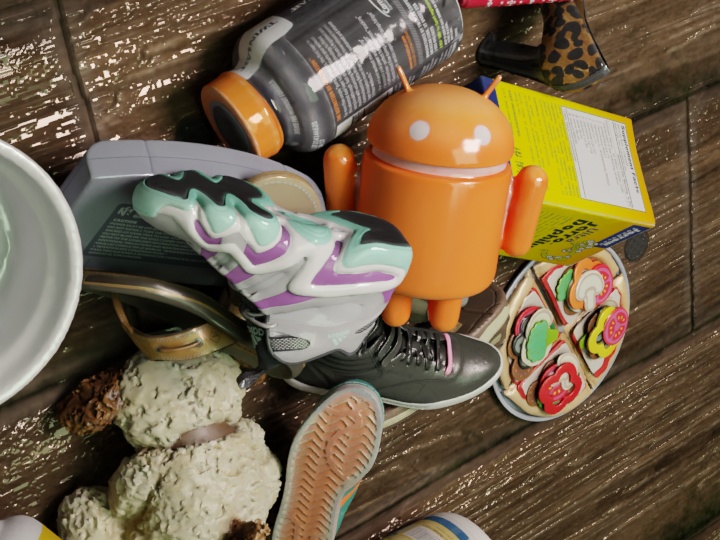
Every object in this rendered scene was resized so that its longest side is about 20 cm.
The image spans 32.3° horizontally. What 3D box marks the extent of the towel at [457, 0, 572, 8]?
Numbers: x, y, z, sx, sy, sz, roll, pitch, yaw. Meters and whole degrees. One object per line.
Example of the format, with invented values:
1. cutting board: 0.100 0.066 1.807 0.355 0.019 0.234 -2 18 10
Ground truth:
1. towel: 0.138 -0.285 1.026 0.200 0.022 0.145 -12 73 -29

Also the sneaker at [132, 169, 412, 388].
1. sneaker: -0.074 0.017 0.860 0.200 0.078 0.140 15 111 -17

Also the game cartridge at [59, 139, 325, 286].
1. game cartridge: -0.132 -0.040 0.920 0.200 0.041 0.133 7 147 -39

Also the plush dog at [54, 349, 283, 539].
1. plush dog: -0.138 0.137 0.977 0.200 0.160 0.172 -16 93 -32

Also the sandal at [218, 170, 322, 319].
1. sandal: -0.066 0.014 0.945 0.077 0.070 0.212 -8 150 -18

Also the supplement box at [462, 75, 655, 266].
1. supplement box: 0.148 -0.081 1.095 0.200 0.109 0.109 8 65 -39

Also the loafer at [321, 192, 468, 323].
1. loafer: 0.000 0.000 1.057 0.200 0.075 0.070 26 129 -27

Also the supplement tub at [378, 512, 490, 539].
1. supplement tub: 0.031 0.326 1.164 0.200 0.145 0.145 -19 118 -31

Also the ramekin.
1. ramekin: -0.293 -0.006 0.810 0.200 0.098 0.201 -12 112 -30

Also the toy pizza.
1. toy pizza: 0.213 0.065 1.276 0.200 0.032 0.201 -14 115 -33

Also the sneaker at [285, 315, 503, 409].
1. sneaker: 0.036 0.068 1.053 0.200 0.099 0.071 4 63 -12

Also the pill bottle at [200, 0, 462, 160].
1. pill bottle: -0.025 -0.162 0.957 0.200 0.106 0.106 -37 126 -20

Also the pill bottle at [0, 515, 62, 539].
1. pill bottle: -0.243 0.255 0.914 0.200 0.112 0.112 43 78 -14

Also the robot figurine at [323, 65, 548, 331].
1. robot figurine: 0.053 -0.055 0.952 0.117 0.144 0.200 -18 122 -47

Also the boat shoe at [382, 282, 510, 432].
1. boat shoe: 0.064 0.097 1.151 0.202 0.075 0.075 -36 139 -16

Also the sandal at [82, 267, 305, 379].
1. sandal: -0.129 0.049 0.922 0.200 0.082 0.055 30 72 -33

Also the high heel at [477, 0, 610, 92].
1. high heel: 0.199 -0.247 1.073 0.071 0.142 0.200 30 88 -41

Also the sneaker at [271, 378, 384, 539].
1. sneaker: -0.028 0.163 1.081 0.071 0.080 0.200 21 121 -1
